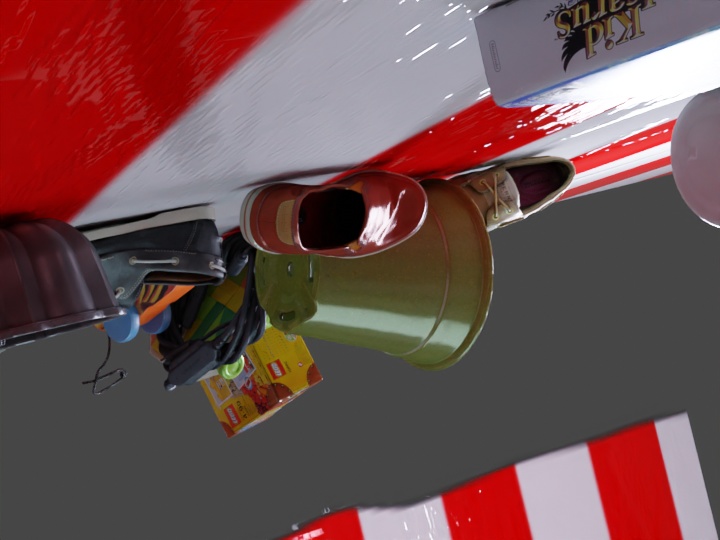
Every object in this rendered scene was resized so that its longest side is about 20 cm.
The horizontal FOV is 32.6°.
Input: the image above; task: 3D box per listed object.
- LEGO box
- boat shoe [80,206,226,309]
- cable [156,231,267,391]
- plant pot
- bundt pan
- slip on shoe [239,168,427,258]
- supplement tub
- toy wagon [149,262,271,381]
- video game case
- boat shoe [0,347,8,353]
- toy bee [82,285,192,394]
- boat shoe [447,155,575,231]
[{"bbox_3d":[-0.153,0.087,1.555,0.077,0.202,0.149,-21,169,-39],"label":"LEGO box"},{"bbox_3d":[-0.200,-0.002,0.976,0.197,0.069,0.072,-12,180,-29],"label":"boat shoe"},{"bbox_3d":[-0.149,0.035,1.335,0.050,0.165,0.200,32,125,-26],"label":"cable"},{"bbox_3d":[0.000,0.000,1.247,0.188,0.204,0.199,3,169,-36],"label":"plant pot"},{"bbox_3d":[-0.260,0.017,0.817,0.199,0.077,0.202,-14,178,-1],"label":"bundt pan"},{"bbox_3d":[-0.009,-0.044,1.012,0.061,0.075,0.198,10,-170,42],"label":"slip on shoe"},{"bbox_3d":[0.403,-0.119,1.167,0.198,0.134,0.131,-15,179,-33],"label":"supplement tub"},{"bbox_3d":[-0.161,0.030,1.422,0.154,0.201,0.040,28,168,39],"label":"toy wagon"},{"bbox_3d":[0.180,-0.121,0.543,0.180,0.046,0.198,-17,177,43],"label":"video game case"},{"bbox_3d":[-0.467,0.072,1.374,0.197,0.073,0.068,-22,-148,-3],"label":"boat shoe"},{"bbox_3d":[-0.265,0.031,1.338,0.199,0.109,0.131,-40,165,12],"label":"toy bee"},{"bbox_3d":[0.151,-0.085,1.353,0.198,0.075,0.066,-25,-179,-27],"label":"boat shoe"}]
